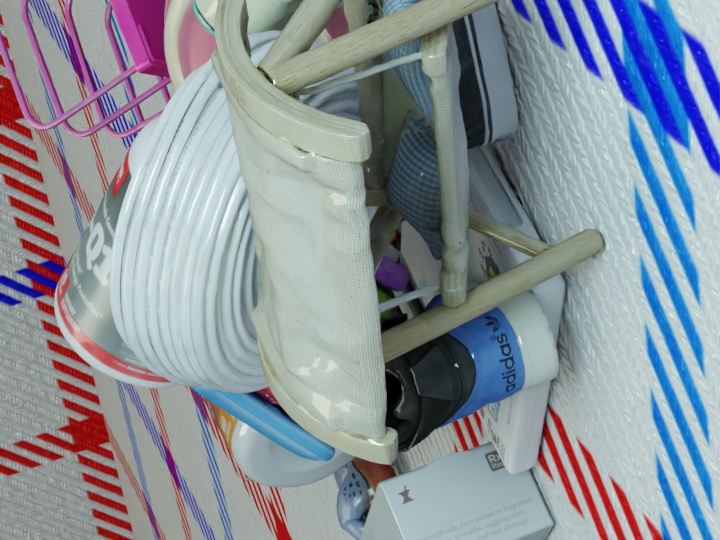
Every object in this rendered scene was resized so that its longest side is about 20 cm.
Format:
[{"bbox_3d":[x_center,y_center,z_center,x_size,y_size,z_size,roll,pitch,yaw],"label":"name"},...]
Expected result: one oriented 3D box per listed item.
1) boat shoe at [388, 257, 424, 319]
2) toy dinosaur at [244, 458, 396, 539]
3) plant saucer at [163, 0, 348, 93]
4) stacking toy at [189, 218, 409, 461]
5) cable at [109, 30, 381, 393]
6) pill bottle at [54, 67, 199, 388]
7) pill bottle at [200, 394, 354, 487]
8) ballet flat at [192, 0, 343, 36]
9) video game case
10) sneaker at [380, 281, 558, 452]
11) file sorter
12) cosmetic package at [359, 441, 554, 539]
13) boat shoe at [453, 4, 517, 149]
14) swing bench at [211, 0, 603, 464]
[{"bbox_3d":[0.000,0.000,1.422,0.076,0.060,0.200,52,-170,-49],"label":"boat shoe"},{"bbox_3d":[0.010,0.157,1.668,0.200,0.105,0.182,-15,78,39],"label":"toy dinosaur"},{"bbox_3d":[-0.054,-0.134,1.318,0.200,0.051,0.201,21,128,30],"label":"plant saucer"},{"bbox_3d":[-0.016,0.005,1.242,0.110,0.200,0.116,34,-176,-23],"label":"stacking toy"},{"bbox_3d":[-0.052,-0.027,1.100,0.069,0.200,0.200,22,158,24],"label":"cable"},{"bbox_3d":[-0.110,-0.028,1.307,0.200,0.114,0.114,-57,47,37],"label":"pill bottle"},{"bbox_3d":[-0.072,0.047,1.440,0.112,0.112,0.200,87,158,-46],"label":"pill bottle"},{"bbox_3d":[-0.023,-0.180,1.161,0.200,0.069,0.070,-45,-54,-56],"label":"ballet flat"},{"bbox_3d":[0.070,0.001,1.265,0.200,0.024,0.182,91,157,-54],"label":"video game case"},{"bbox_3d":[0.033,0.056,1.198,0.200,0.111,0.077,175,77,-76],"label":"sneaker"},{"bbox_3d":[-0.160,-0.173,1.511,0.200,0.125,0.139,2,-117,-58],"label":"file sorter"},{"bbox_3d":[0.058,0.189,1.393,0.200,0.101,0.074,103,146,-67],"label":"cosmetic package"},{"bbox_3d":[0.028,-0.160,1.131,0.074,0.068,0.200,-150,44,-70],"label":"boat shoe"},{"bbox_3d":[0.013,-0.053,0.992,0.130,0.200,0.199,25,139,30],"label":"swing bench"}]
